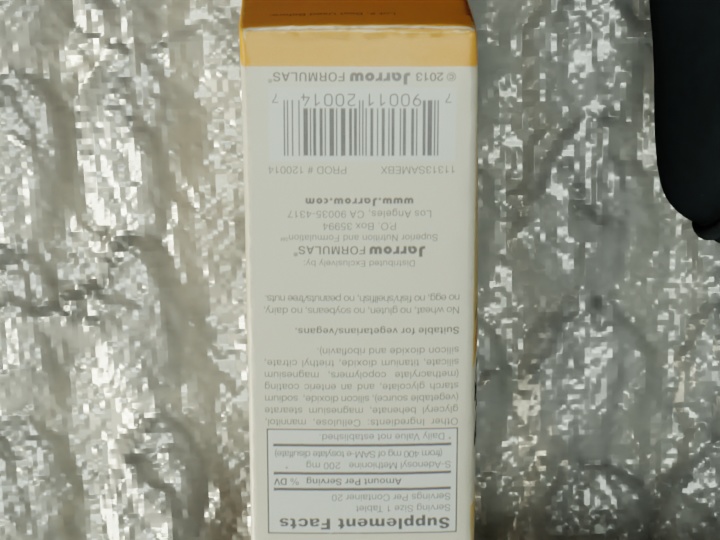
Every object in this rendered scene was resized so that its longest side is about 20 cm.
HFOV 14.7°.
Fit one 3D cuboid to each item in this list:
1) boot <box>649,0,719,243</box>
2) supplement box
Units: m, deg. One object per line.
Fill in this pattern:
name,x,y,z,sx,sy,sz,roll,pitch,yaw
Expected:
boot,0.077,-0.122,0.870,0.167,0.076,0.201,15,104,-9
supplement box,0.000,0.000,0.895,0.073,0.126,0.201,0,112,-1
